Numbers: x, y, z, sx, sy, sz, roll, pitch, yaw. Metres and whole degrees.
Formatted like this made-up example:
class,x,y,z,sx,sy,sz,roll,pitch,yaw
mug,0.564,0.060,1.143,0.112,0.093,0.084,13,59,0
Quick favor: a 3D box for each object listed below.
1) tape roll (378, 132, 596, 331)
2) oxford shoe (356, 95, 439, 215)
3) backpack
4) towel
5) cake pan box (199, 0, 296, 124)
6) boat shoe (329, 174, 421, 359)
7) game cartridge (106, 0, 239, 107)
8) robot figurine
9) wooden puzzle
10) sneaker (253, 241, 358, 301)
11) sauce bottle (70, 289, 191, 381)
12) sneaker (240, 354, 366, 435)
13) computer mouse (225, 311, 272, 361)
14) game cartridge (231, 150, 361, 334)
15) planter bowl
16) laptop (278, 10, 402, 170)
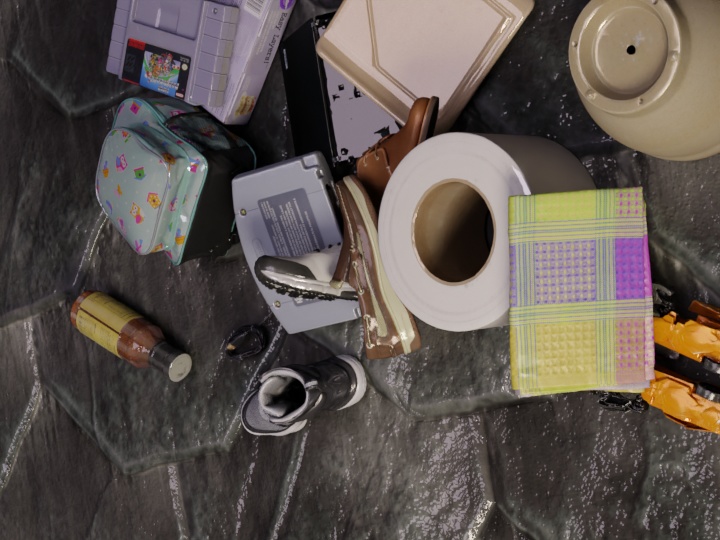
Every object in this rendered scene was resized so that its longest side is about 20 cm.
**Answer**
class,x,y,z,sx,sy,sz,roll,pitch,yaw
tape roll,0.136,-0.042,1.499,0.201,0.139,0.205,2,93,39
oxford shoe,0.034,-0.120,1.575,0.071,0.072,0.201,26,136,0
backpack,-0.244,-0.122,1.796,0.200,0.152,0.177,48,133,38
towel,0.211,0.024,1.384,0.142,0.023,0.202,-4,95,-5
cake pan box,-0.179,-0.312,1.797,0.184,0.052,0.201,35,114,30
boat shoe,0.000,-0.001,1.553,0.074,0.075,0.204,-20,82,-1
game cartridge,-0.240,-0.286,1.797,0.199,0.038,0.131,22,102,37
robot figurine,0.304,0.085,1.420,0.199,0.058,0.146,24,107,35
wooden puzzle,0.070,-0.271,1.582,0.185,0.037,0.201,41,112,11
sneaker,-0.023,-0.004,1.620,0.074,0.198,0.081,166,109,-73
sauce bottle,-0.305,0.090,1.912,0.199,0.066,0.067,30,111,35
sneaker,-0.096,0.153,1.713,0.199,0.113,0.076,-25,77,37
computer mouse,-0.114,0.047,1.774,0.200,0.034,0.059,-49,64,30
game cartridge,-0.072,-0.030,1.683,0.132,0.042,0.202,-12,105,29
planter bowl,0.281,-0.207,1.374,0.199,0.134,0.203,2,93,39
laptop,-0.004,-0.209,1.686,0.198,0.103,0.179,-10,86,13
